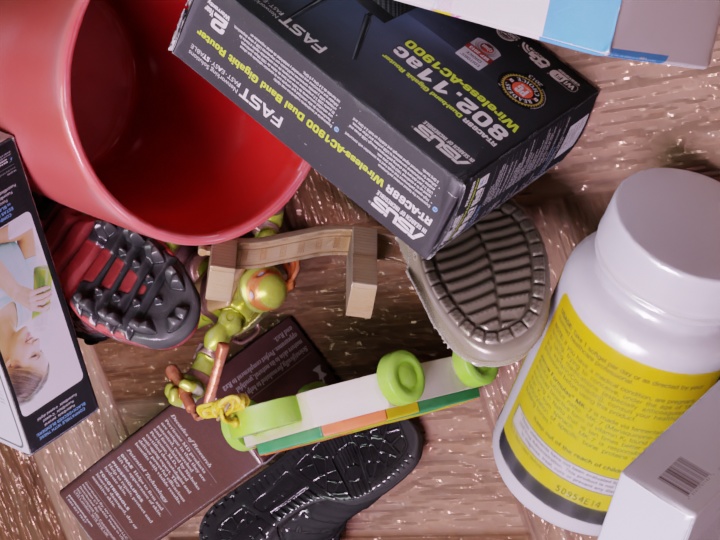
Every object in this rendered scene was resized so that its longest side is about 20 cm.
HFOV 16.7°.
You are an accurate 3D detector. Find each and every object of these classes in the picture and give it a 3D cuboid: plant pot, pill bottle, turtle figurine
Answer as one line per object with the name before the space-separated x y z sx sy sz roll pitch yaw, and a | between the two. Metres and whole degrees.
plant pot | -0.148 -0.118 1.505 0.177 0.200 0.201 7 119 49
pill bottle | 0.156 0.047 1.399 0.114 0.114 0.200 35 132 18
turtle figurine | -0.085 0.005 1.577 0.064 0.201 0.161 25 167 -30

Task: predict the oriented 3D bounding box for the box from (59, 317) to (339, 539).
box | -0.109 0.119 1.663 0.075 0.100 0.200 54 134 0

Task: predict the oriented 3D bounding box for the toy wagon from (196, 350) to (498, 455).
toy wagon | -0.016 0.082 1.499 0.155 0.200 0.040 -20 84 43

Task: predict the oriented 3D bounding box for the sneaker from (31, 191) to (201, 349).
sneaker | -0.163 0.009 1.562 0.200 0.071 0.098 23 161 40

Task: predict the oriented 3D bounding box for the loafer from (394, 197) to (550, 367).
loafer | 0.062 -0.013 1.433 0.068 0.075 0.200 79 173 -46

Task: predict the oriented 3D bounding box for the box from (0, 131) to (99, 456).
box | -0.242 0.005 1.520 0.116 0.060 0.201 18 131 45

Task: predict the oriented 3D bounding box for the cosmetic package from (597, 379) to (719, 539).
cosmetic package | 0.193 0.131 1.357 0.052 0.200 0.151 30 129 23

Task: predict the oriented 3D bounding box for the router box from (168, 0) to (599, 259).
router box | 0.015 -0.113 1.394 0.200 0.150 0.062 39 132 14

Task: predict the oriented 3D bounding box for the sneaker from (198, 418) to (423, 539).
sneaker | -0.034 0.159 1.651 0.199 0.104 0.060 -31 68 11

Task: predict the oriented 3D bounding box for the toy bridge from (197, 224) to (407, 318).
toy bridge | 0.000 0.000 1.493 0.199 0.067 0.027 8 126 -5

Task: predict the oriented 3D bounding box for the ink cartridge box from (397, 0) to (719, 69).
ink cartridge box | 0.085 -0.191 1.284 0.199 0.128 0.126 19 101 29
